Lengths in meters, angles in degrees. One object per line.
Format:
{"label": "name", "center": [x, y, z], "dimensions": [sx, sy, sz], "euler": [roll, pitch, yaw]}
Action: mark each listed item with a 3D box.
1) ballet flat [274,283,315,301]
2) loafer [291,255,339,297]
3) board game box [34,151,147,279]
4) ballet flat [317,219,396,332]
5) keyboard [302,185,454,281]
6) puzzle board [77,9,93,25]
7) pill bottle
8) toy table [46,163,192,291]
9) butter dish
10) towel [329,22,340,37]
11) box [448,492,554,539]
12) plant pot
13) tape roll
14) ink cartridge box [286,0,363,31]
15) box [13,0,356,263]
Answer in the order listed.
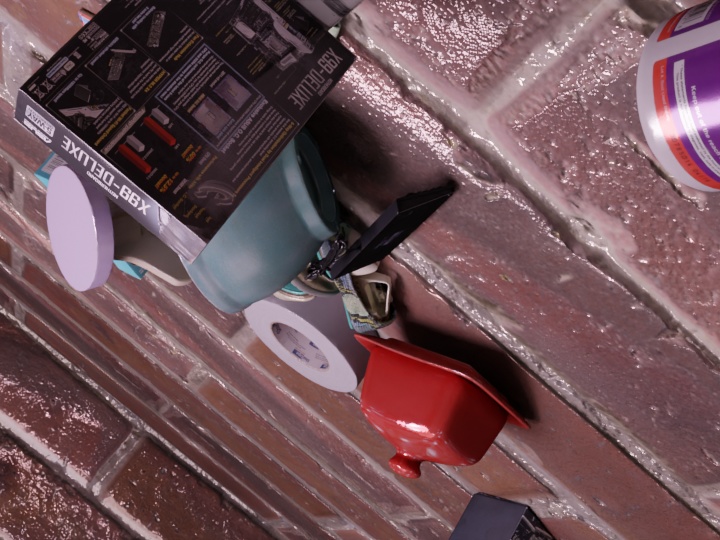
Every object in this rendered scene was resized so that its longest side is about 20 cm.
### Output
{"label": "ballet flat", "center": [-0.117, -0.003, 1.270], "dimensions": [0.199, 0.067, 0.063], "euler": [32, 156, 35]}
{"label": "loafer", "center": [-0.079, -0.038, 1.137], "dimensions": [0.199, 0.069, 0.076], "euler": [37, -157, -36]}
{"label": "board game box", "center": [-0.287, -0.108, 1.176], "dimensions": [0.047, 0.152, 0.201], "euler": [22, 157, 32]}
{"label": "ballet flat", "center": [0.000, 0.000, 1.131], "dimensions": [0.074, 0.075, 0.201], "euler": [21, 152, 31]}
{"label": "keyboard", "center": [0.008, -0.032, 0.980], "dimensions": [0.021, 0.126, 0.200], "euler": [63, 152, 10]}
{"label": "puzzle board", "center": [-0.246, -0.214, 1.134], "dimensions": [0.198, 0.017, 0.151], "euler": [29, 154, 17]}
{"label": "pill bottle", "center": [0.256, -0.112, 0.514], "dimensions": [0.113, 0.113, 0.199], "euler": [46, 154, -20]}
{"label": "toy table", "center": [-0.263, -0.060, 1.036], "dimensions": [0.199, 0.116, 0.186], "euler": [-8, 99, 61]}
{"label": "butter dish", "center": [0.082, 0.189, 1.194], "dimensions": [0.198, 0.149, 0.200], "euler": [18, 166, 38]}
{"label": "towel", "center": [-0.100, -0.221, 0.919], "dimensions": [0.152, 0.023, 0.200], "euler": [36, 154, 2]}
{"label": "box", "center": [0.224, 0.502, 1.515], "dimensions": [0.123, 0.201, 0.197], "euler": [-1, 136, 51]}
{"label": "plant pot", "center": [-0.101, -0.072, 0.966], "dimensions": [0.133, 0.202, 0.201], "euler": [-18, 132, 13]}
{"label": "tape roll", "center": [-0.069, 0.085, 1.353], "dimensions": [0.199, 0.066, 0.201], "euler": [30, 155, 15]}
{"label": "ink cartridge box", "center": [-0.045, -0.260, 0.698], "dimensions": [0.145, 0.084, 0.199], "euler": [45, 155, -15]}
{"label": "box", "center": [-0.118, -0.132, 0.678], "dimensions": [0.157, 0.201, 0.050], "euler": [39, 152, -9]}
